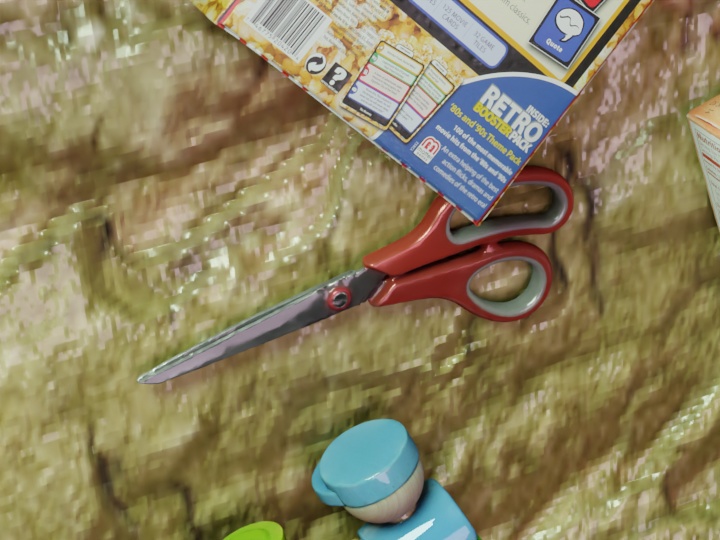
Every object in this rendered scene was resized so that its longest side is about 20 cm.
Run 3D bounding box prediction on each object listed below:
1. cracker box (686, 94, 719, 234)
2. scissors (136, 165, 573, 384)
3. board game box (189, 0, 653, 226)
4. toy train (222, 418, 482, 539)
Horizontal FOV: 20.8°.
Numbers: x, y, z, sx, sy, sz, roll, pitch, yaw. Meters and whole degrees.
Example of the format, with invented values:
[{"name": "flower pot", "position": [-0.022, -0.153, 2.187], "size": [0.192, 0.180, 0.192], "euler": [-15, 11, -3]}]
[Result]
[{"name": "cracker box", "position": [0.240, -0.015, 0.906], "size": [0.134, 0.058, 0.201], "euler": [-29, 125, -9]}, {"name": "scissors", "position": [0.000, 0.000, 0.825], "size": [0.199, 0.014, 0.073], "euler": [-9, 120, -21]}, {"name": "board game box", "position": [0.050, -0.139, 0.758], "size": [0.151, 0.046, 0.200], "euler": [36, 95, -34]}, {"name": "toy train", "position": [-0.032, 0.161, 0.850], "size": [0.200, 0.085, 0.116], "euler": [-34, 114, -7]}]
